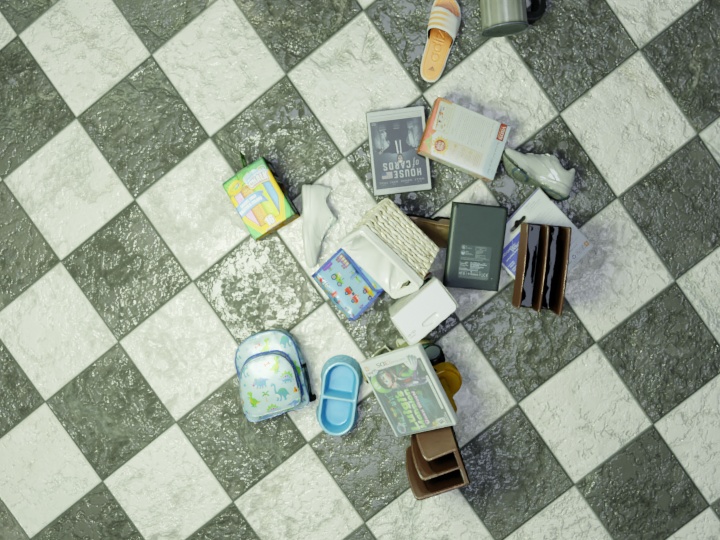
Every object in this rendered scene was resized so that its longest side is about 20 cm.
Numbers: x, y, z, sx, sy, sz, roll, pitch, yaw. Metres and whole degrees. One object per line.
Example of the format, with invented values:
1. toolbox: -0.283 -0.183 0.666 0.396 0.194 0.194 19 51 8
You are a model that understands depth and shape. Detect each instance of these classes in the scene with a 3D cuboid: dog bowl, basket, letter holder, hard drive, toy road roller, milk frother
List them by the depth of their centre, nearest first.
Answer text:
1. milk frother: 0.367 -0.668 1.639 0.175 0.200 0.194 -7 93 -2
2. letter holder: 0.424 -0.005 1.655 0.097 0.142 0.207 5 95 3
3. basket: 0.072 -0.053 1.673 0.200 0.135 0.124 44 64 -11
4. letter holder: 0.163 0.426 1.678 0.139 0.201 0.103 -20 111 5
5. toy road roller: 0.149 0.287 1.692 0.196 0.147 0.125 -25 126 1
6. hard drive: 0.277 -0.058 1.707 0.135 0.033 0.206 5 98 -4
7. dog bowl: -0.054 0.316 1.770 0.108 0.050 0.206 8 92 1

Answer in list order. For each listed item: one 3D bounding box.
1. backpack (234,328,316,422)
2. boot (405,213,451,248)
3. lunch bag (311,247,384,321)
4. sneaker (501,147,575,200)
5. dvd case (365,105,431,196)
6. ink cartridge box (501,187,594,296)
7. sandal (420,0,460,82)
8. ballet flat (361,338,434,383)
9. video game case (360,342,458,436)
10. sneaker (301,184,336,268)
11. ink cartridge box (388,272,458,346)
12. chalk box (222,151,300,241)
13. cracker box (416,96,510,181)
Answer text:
1. backpack: -0.218 0.250 1.724 0.178 0.147 0.206 -14 90 0
2. boot: 0.148 -0.099 1.739 0.194 0.074 0.078 8 103 -1
3. lunch bag: 0.000 0.000 1.746 0.200 0.094 0.151 -43 93 -11
4. sneaker: 0.434 -0.249 1.729 0.196 0.074 0.089 28 81 -7
5. dvd case: 0.095 -0.295 1.750 0.146 0.025 0.207 -6 92 2
6. ink cartridge box: 0.436 -0.061 1.742 0.198 0.047 0.200 -45 89 5
7. sandal: 0.197 -0.566 1.717 0.077 0.059 0.213 13 93 1
8. ballet flat: 0.088 0.209 1.759 0.197 0.071 0.072 -30 92 1
9. video game case: 0.109 0.279 1.626 0.179 0.023 0.204 -21 100 38
10. sneaker: -0.102 -0.109 1.746 0.086 0.075 0.207 -1 92 -10
11. ink cartridge box: 0.145 0.087 1.678 0.147 0.200 0.086 -41 91 2
12. chalk box: -0.251 -0.190 1.716 0.122 0.125 0.203 -31 90 3
13. cracker box: 0.250 -0.316 1.717 0.195 0.058 0.137 21 91 -6
